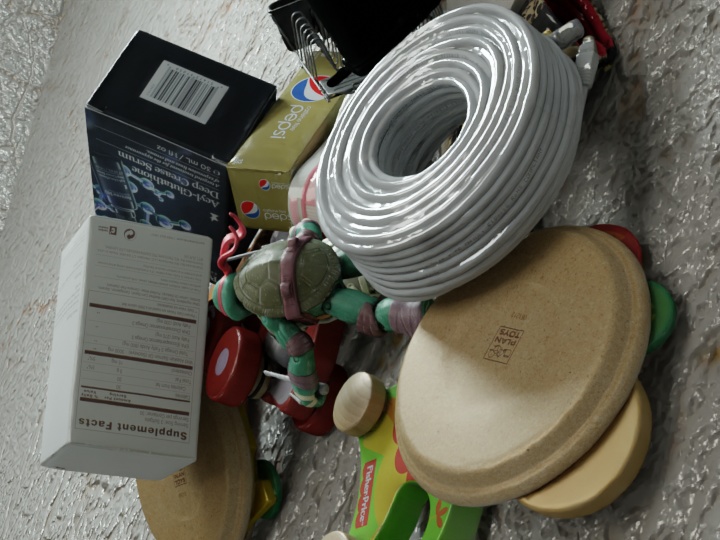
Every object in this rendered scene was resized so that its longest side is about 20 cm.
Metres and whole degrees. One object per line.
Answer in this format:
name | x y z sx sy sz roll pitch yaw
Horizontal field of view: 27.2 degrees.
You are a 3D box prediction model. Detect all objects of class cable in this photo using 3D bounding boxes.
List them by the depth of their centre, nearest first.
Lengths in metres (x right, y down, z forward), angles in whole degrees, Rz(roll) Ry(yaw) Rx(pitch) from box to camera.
cable | 0.057 -0.080 0.986 0.198 0.069 0.202 -20 46 37

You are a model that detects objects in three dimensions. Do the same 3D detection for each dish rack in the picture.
dish rack | 0.008 -0.218 1.347 0.152 0.055 0.200 -22 28 -4

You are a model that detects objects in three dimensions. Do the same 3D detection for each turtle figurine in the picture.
turtle figurine | -0.034 0.020 1.081 0.197 0.101 0.152 -5 70 24

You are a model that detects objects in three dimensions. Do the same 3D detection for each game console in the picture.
game console | 0.031 -0.255 1.183 0.200 0.176 0.116 -44 39 -9

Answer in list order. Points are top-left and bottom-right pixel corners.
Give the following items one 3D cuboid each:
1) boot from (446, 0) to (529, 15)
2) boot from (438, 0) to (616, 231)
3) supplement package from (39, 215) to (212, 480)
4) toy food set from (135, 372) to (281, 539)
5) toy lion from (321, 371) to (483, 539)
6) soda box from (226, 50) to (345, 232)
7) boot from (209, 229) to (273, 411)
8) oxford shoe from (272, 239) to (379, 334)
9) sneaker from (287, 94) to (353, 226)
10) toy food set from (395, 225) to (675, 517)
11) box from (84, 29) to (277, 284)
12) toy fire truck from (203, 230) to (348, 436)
boot | 0.140 -0.258 1.112 0.090 0.073 0.200 -35 -8 -42
boot | 0.119 -0.107 1.072 0.151 0.072 0.201 -53 21 34
supplement package | -0.206 0.072 1.310 0.117 0.116 0.203 147 129 -61
toy food set | -0.150 0.187 1.386 0.200 0.048 0.200 -46 56 42
toy lion | 0.053 0.127 1.037 0.191 0.068 0.202 -28 44 48
soda box | -0.048 -0.121 1.357 0.201 0.063 0.068 -60 -33 -45
boot | -0.118 0.056 1.484 0.155 0.073 0.201 -54 29 23
oxford shoe | 0.000 0.000 1.174 0.198 0.075 0.058 -23 60 18
sneaker | 0.023 -0.103 1.305 0.103 0.076 0.201 6 43 28
toy food set | 0.104 0.057 0.923 0.199 0.049 0.200 -10 51 46
box | -0.169 -0.102 1.414 0.201 0.147 0.108 99 -164 -56
toy fire truck | -0.061 0.038 1.305 0.170 0.111 0.200 -66 23 8
